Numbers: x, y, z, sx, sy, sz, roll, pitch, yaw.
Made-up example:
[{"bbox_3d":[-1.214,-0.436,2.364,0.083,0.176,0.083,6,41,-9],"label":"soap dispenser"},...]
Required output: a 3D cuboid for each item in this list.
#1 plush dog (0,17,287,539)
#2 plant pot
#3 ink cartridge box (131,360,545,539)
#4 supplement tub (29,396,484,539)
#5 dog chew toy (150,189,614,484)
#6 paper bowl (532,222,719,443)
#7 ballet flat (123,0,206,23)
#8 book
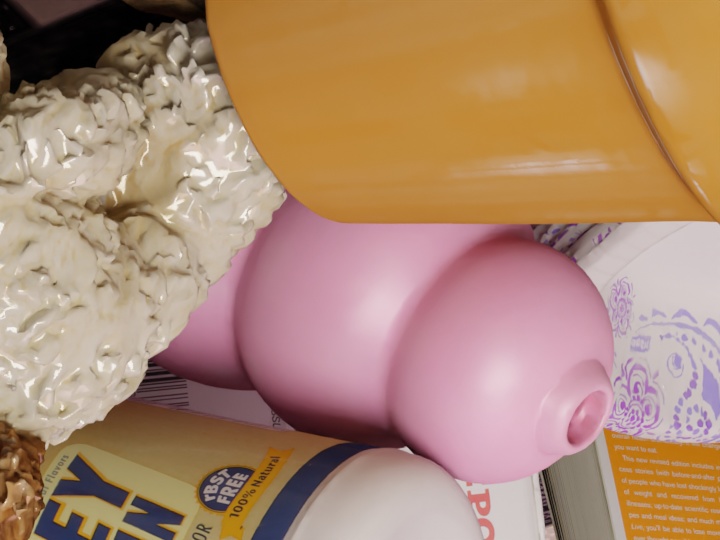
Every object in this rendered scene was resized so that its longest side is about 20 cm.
[{"bbox_3d":[-0.134,-0.026,0.801,0.199,0.161,0.172,-25,116,15],"label":"plush dog"},{"bbox_3d":[0.062,-0.093,0.813,0.182,0.201,0.200,-13,152,27],"label":"plant pot"},{"bbox_3d":[-0.041,0.067,1.061,0.199,0.145,0.084,-5,174,-13],"label":"ink cartridge box"},{"bbox_3d":[-0.074,0.112,0.900,0.199,0.145,0.144,9,159,26],"label":"supplement tub"},{"bbox_3d":[0.000,0.000,0.932,0.124,0.200,0.125,-32,138,-34],"label":"dog chew toy"},{"bbox_3d":[0.150,-0.029,1.026,0.199,0.105,0.201,-8,150,-4],"label":"paper bowl"},{"bbox_3d":[-0.089,-0.117,0.842,0.072,0.068,0.200,-11,156,35],"label":"ballet flat"},{"bbox_3d":[0.139,0.088,1.126,0.133,0.201,0.048,6,146,-27],"label":"book"}]
